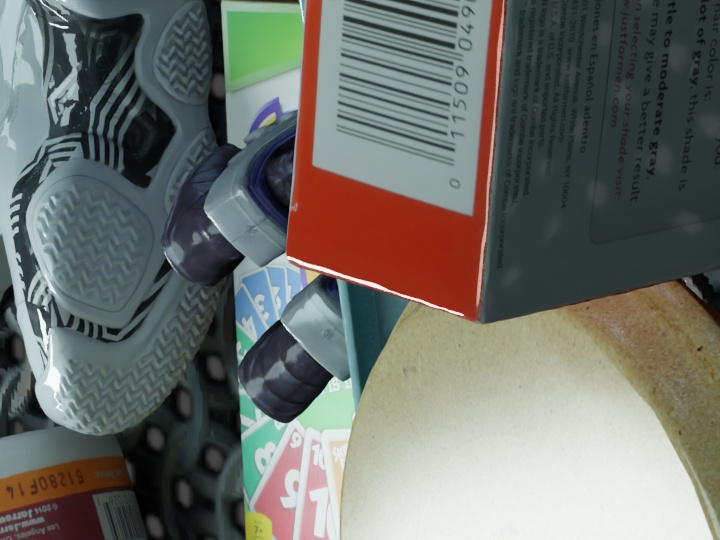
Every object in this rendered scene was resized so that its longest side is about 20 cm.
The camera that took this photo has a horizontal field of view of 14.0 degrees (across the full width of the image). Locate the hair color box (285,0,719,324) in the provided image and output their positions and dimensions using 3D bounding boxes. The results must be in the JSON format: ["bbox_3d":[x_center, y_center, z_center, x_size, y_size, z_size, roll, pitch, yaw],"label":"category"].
[{"bbox_3d":[0.076,-0.062,0.654,0.064,0.200,0.111,19,111,43],"label":"hair color box"}]

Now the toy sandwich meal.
[{"bbox_3d":[0.071,0.081,0.696,0.205,0.070,0.206,19,113,54],"label":"toy sandwich meal"}]

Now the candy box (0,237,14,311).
[{"bbox_3d":[-0.204,0.021,1.029,0.061,0.136,0.200,57,134,22],"label":"candy box"}]

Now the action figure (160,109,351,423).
[{"bbox_3d":[0.027,-0.041,0.781,0.130,0.069,0.200,51,131,-4],"label":"action figure"}]

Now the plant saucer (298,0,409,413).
[{"bbox_3d":[0.026,-0.018,0.739,0.070,0.019,0.200,3,133,12],"label":"plant saucer"}]

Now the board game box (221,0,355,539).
[{"bbox_3d":[0.000,0.000,0.883,0.095,0.030,0.200,7,100,46],"label":"board game box"}]

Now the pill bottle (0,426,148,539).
[{"bbox_3d":[-0.106,0.160,0.967,0.110,0.109,0.200,-26,77,47],"label":"pill bottle"}]

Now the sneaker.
[{"bbox_3d":[-0.105,-0.049,0.956,0.115,0.075,0.200,2,94,48],"label":"sneaker"}]
